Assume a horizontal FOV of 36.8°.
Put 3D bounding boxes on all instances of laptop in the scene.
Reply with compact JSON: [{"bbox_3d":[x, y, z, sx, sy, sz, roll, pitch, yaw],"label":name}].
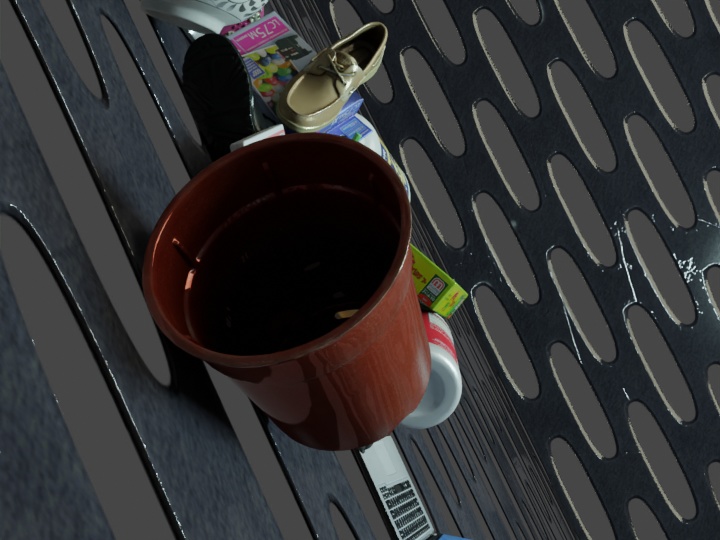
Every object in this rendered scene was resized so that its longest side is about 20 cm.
[{"bbox_3d":[0.099,0.251,1.172,0.200,0.116,0.187,65,8,12],"label":"laptop"}]

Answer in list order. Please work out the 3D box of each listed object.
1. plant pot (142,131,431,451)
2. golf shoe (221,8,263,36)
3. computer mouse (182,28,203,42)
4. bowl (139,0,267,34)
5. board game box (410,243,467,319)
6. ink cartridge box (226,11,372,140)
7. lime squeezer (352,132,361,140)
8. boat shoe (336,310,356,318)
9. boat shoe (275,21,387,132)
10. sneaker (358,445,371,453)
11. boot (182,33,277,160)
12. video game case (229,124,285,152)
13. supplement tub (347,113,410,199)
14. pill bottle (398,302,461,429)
[{"bbox_3d":[-0.036,0.033,0.837,0.195,0.200,0.201,64,4,-52],"label":"plant pot"},{"bbox_3d":[-0.171,-0.339,1.479,0.092,0.075,0.200,55,-12,33],"label":"golf shoe"},{"bbox_3d":[-0.216,-0.362,1.370,0.110,0.044,0.200,53,14,-54],"label":"computer mouse"},{"bbox_3d":[-0.180,-0.310,1.152,0.201,0.200,0.094,3,104,-80],"label":"bowl"},{"bbox_3d":[0.086,0.011,1.462,0.102,0.048,0.200,41,2,11],"label":"board game box"},{"bbox_3d":[-0.084,-0.224,1.339,0.200,0.119,0.042,47,-36,7],"label":"ink cartridge box"},{"bbox_3d":[-0.026,-0.070,1.352,0.038,0.070,0.200,-85,171,-67],"label":"lime squeezer"},{"bbox_3d":[-0.041,0.009,1.263,0.070,0.070,0.200,117,-42,-52],"label":"boat shoe"},{"bbox_3d":[-0.033,-0.239,1.304,0.071,0.065,0.200,36,51,2],"label":"boat shoe"},{"bbox_3d":[0.012,0.118,1.133,0.074,0.088,0.200,54,11,-14],"label":"sneaker"},{"bbox_3d":[-0.126,-0.162,1.217,0.162,0.073,0.199,-33,104,-79],"label":"boot"},{"bbox_3d":[-0.079,-0.044,1.111,0.143,0.017,0.200,-52,129,-72],"label":"video game case"},{"bbox_3d":[-0.025,-0.130,1.470,0.200,0.144,0.145,48,17,-59],"label":"supplement tub"},{"bbox_3d":[0.068,0.114,1.405,0.112,0.112,0.200,60,9,-17],"label":"pill bottle"}]
